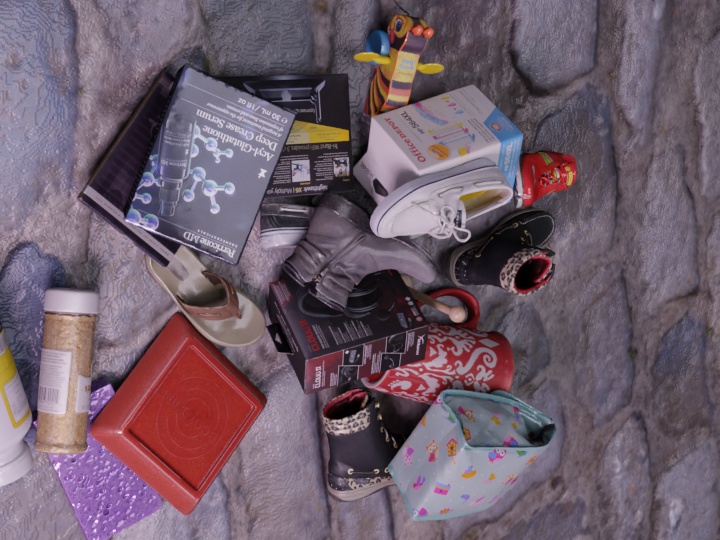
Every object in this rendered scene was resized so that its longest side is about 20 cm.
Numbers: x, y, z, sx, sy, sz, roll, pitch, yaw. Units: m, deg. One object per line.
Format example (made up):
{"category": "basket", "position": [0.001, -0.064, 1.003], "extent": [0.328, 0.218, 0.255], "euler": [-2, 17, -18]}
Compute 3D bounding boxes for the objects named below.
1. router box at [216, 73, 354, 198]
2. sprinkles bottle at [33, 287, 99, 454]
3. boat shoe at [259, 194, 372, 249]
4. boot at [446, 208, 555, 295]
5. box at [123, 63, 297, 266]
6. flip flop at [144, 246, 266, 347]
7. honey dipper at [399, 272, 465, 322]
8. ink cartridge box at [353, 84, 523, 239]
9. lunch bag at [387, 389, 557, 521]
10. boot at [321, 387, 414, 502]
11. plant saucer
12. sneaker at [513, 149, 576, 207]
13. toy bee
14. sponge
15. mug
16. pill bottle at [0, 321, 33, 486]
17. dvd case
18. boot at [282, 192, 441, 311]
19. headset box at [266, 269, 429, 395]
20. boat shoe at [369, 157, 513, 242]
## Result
{"category": "router box", "position": [-0.106, -0.177, 1.612], "extent": [0.198, 0.052, 0.160], "euler": [-6, 97, -31]}
{"category": "sprinkles bottle", "position": [-0.367, 0.124, 1.525], "extent": [0.068, 0.068, 0.203], "euler": [5, 89, -30]}
{"category": "boat shoe", "position": [-0.048, -0.071, 1.675], "extent": [0.198, 0.072, 0.072], "euler": [-5, 90, -36]}
{"category": "boot", "position": [0.244, -0.024, 1.794], "extent": [0.202, 0.153, 0.074], "euler": [-27, 112, -27]}
{"category": "box", "position": [-0.185, -0.128, 1.489], "extent": [0.147, 0.107, 0.202], "euler": [21, 92, -13]}
{"category": "flip flop", "position": [-0.202, 0.031, 1.617], "extent": [0.081, 0.057, 0.200], "euler": [-49, 115, -16]}
{"category": "honey dipper", "position": [0.087, 0.036, 1.704], "extent": [0.038, 0.199, 0.039], "euler": [-7, 105, -28]}
{"category": "ink cartridge box", "position": [0.102, -0.147, 1.686], "extent": [0.198, 0.129, 0.126], "euler": [-21, 141, -25]}
{"category": "lunch bag", "position": [0.166, 0.263, 1.741], "extent": [0.198, 0.123, 0.171], "euler": [5, 130, -35]}
{"category": "boot", "position": [0.036, 0.238, 1.785], "extent": [0.202, 0.073, 0.155], "euler": [-21, 124, -20]}
{"category": "plant saucer", "position": [-0.230, 0.195, 1.636], "extent": [0.200, 0.037, 0.201], "euler": [48, 66, -29]}
{"category": "sneaker", "position": [0.271, -0.142, 1.780], "extent": [0.200, 0.084, 0.078], "euler": [-39, 128, -62]}
{"category": "toy bee", "position": [0.051, -0.303, 1.656], "extent": [0.130, 0.108, 0.203], "euler": [-18, 111, -23]}
{"category": "sponge", "position": [-0.345, 0.253, 1.612], "extent": [0.111, 0.030, 0.202], "euler": [-28, 114, -22]}
{"category": "mug", "position": [0.103, 0.121, 1.801], "extent": [0.198, 0.179, 0.134], "euler": [13, 132, -27]}
{"category": "pill bottle", "position": [-0.462, 0.156, 1.473], "extent": [0.111, 0.112, 0.202], "euler": [-21, 112, -23]}
{"category": "dvd case", "position": [-0.250, -0.128, 1.562], "extent": [0.148, 0.016, 0.201], "euler": [41, 71, -31]}
{"category": "boot", "position": [0.000, 0.000, 1.631], "extent": [0.199, 0.070, 0.133], "euler": [30, 76, -10]}
{"category": "headset box", "position": [-0.027, 0.072, 1.660], "extent": [0.198, 0.150, 0.078], "euler": [-13, 138, -18]}
{"category": "boat shoe", "position": [0.114, -0.075, 1.592], "extent": [0.200, 0.086, 0.075], "euler": [-20, 141, -23]}
